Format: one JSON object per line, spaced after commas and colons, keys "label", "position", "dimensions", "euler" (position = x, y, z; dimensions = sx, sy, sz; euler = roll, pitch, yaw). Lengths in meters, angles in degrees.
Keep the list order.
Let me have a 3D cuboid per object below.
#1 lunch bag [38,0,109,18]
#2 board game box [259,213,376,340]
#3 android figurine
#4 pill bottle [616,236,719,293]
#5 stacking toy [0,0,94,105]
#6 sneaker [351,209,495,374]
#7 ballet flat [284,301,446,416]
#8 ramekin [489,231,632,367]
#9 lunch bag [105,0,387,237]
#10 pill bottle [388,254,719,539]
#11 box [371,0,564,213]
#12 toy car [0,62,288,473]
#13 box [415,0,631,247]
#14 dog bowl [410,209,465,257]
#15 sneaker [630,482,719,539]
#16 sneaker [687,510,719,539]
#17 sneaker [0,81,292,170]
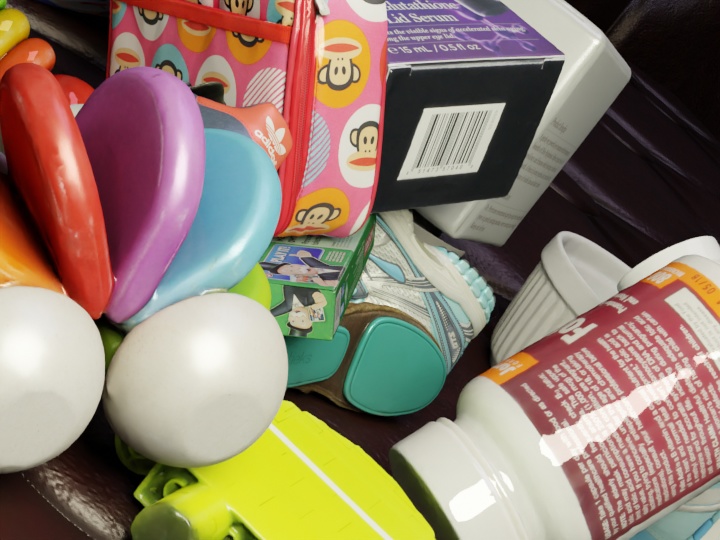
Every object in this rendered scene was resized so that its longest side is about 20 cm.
{"label": "lunch bag", "position": [-0.186, -0.248, 1.399], "dimensions": [0.199, 0.124, 0.170], "euler": [38, 13, 21]}
{"label": "board game box", "position": [-0.067, -0.010, 1.061], "dimensions": [0.133, 0.029, 0.200], "euler": [5, 15, 6]}
{"label": "android figurine", "position": [-0.030, 0.122, 0.889], "dimensions": [0.182, 0.041, 0.200], "euler": [42, 17, 8]}
{"label": "pill bottle", "position": [0.229, 0.083, 1.171], "dimensions": [0.111, 0.110, 0.201], "euler": [9, 53, -62]}
{"label": "stacking toy", "position": [-0.222, -0.138, 1.096], "dimensions": [0.200, 0.085, 0.085], "euler": [44, 15, -6]}
{"label": "sneaker", "position": [0.000, 0.000, 1.195], "dimensions": [0.200, 0.087, 0.077], "euler": [38, -22, -25]}
{"label": "ballet flat", "position": [-0.025, 0.041, 1.109], "dimensions": [0.072, 0.068, 0.199], "euler": [31, 13, 33]}
{"label": "ramekin", "position": [0.187, 0.076, 1.419], "dimensions": [0.200, 0.105, 0.200], "euler": [37, 16, -13]}
{"label": "lunch bag", "position": [-0.065, -0.118, 1.064], "dimensions": [0.081, 0.178, 0.199], "euler": [-3, 15, -38]}
{"label": "pill bottle", "position": [0.122, 0.086, 1.020], "dimensions": [0.115, 0.199, 0.114], "euler": [56, -14, 21]}
{"label": "box", "position": [-0.002, -0.134, 1.159], "dimensions": [0.147, 0.105, 0.200], "euler": [-9, 42, -41]}
{"label": "toy car", "position": [-0.117, -0.017, 0.808], "dimensions": [0.198, 0.151, 0.175], "euler": [3, 34, -34]}
{"label": "box", "position": [0.062, -0.143, 1.364], "dimensions": [0.200, 0.172, 0.199], "euler": [40, 8, 11]}
{"label": "dog bowl", "position": [-0.019, -0.054, 1.336], "dimensions": [0.200, 0.059, 0.200], "euler": [39, 8, -6]}
{"label": "sneaker", "position": [0.134, 0.157, 1.143], "dimensions": [0.199, 0.132, 0.079], "euler": [10, 20, 42]}
{"label": "sneaker", "position": [0.223, 0.188, 1.007], "dimensions": [0.079, 0.200, 0.131], "euler": [9, 42, -58]}
{"label": "sneaker", "position": [-0.112, -0.063, 0.992], "dimensions": [0.199, 0.084, 0.075], "euler": [14, -45, 44]}
